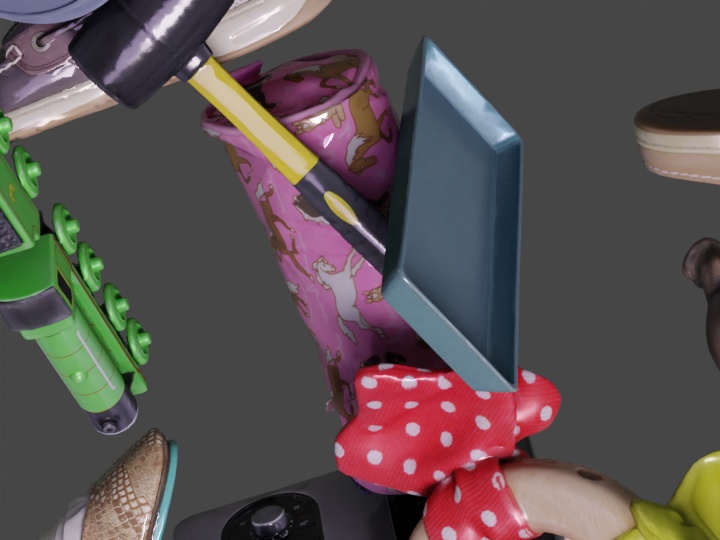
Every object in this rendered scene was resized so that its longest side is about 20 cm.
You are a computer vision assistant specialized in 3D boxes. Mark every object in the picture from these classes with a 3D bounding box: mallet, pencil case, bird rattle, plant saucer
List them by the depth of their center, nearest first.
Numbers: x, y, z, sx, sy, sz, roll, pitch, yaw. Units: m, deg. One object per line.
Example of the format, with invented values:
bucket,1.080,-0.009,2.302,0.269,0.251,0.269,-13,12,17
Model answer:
mallet,-0.035,-0.038,0.885,0.066,0.041,0.200,-38,99,7
bird rattle,0.072,0.124,0.890,0.199,0.113,0.164,20,101,12
plant saucer,0.038,-0.026,0.903,0.019,0.200,0.070,-35,113,24
pencil case,0.000,0.000,0.969,0.086,0.083,0.201,-13,115,18

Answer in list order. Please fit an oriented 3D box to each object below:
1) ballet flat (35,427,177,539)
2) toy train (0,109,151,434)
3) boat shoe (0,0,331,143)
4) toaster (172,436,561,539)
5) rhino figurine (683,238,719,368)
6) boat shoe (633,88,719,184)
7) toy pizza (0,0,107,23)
ballet flat,-0.132,0.163,1.035,0.065,0.071,0.201,10,110,-6
toy train,-0.134,0.004,0.932,0.041,0.057,0.200,-16,142,8
boat shoe,-0.112,-0.102,0.926,0.199,0.072,0.065,-21,101,7
toaster,0.021,0.194,1.035,0.180,0.119,0.201,-16,114,2
rhino figurine,0.208,0.082,1.014,0.059,0.088,0.201,-23,113,5
boat shoe,0.216,-0.039,0.984,0.199,0.072,0.065,3,112,-13
toy pizza,-0.151,-0.190,0.849,0.199,0.032,0.201,23,134,27
